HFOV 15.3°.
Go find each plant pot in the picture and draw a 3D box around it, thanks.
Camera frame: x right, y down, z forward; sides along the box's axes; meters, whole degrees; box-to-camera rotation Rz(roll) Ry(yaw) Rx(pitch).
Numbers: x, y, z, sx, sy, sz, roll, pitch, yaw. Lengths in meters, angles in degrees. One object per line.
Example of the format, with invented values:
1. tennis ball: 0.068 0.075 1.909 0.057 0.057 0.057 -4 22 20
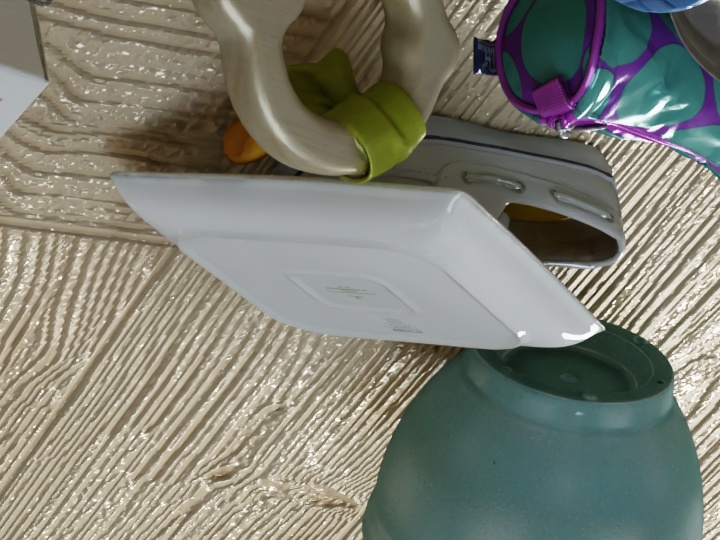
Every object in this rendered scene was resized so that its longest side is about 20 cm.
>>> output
1. plant pot: 0.110 0.105 1.547 0.200 0.200 0.134 0 116 -23

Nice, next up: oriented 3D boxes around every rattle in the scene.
1. rattle: -0.056 -0.134 1.254 0.200 0.143 0.130 39 86 -34

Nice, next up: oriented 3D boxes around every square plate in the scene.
1. square plate: 0.000 0.000 1.373 0.200 0.028 0.198 4 161 28

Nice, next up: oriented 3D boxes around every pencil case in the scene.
1. pencil case: 0.155 -0.092 1.344 0.200 0.093 0.085 17 169 -41

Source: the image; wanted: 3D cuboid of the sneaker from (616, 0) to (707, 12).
1. sneaker: 0.174 -0.175 1.154 0.200 0.071 0.083 -35 179 37

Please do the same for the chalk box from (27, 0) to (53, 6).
1. chalk box: -0.124 -0.221 1.019 0.124 0.124 0.200 16 133 -37

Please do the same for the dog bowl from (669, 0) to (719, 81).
1. dog bowl: 0.231 -0.172 1.264 0.200 0.059 0.200 -8 134 -8

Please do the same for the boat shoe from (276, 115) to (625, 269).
1. boat shoe: 0.053 -0.031 1.410 0.200 0.070 0.071 6 140 -30

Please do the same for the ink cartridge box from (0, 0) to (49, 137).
1. ink cartridge box: -0.255 -0.074 1.205 0.145 0.088 0.200 17 132 -38
